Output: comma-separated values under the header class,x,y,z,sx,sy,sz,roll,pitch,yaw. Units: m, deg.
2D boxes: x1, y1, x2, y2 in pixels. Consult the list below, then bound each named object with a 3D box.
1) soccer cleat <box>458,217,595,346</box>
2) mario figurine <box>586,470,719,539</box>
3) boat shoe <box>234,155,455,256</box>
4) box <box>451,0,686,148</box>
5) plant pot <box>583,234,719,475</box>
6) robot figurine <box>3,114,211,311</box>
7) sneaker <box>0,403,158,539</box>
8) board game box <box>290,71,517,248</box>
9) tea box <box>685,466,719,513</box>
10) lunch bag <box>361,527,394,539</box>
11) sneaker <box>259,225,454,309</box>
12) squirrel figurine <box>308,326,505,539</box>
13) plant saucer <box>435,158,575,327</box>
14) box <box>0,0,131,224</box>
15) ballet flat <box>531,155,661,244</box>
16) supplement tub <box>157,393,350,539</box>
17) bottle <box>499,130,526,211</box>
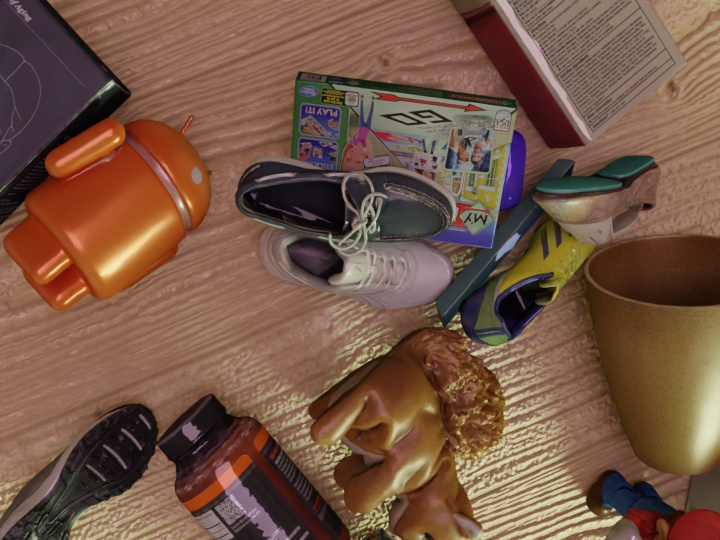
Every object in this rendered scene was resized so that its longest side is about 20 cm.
class,x,y,z,sx,sy,sz,roll,pitch,yaw
soccer cleat,0.181,0.006,0.877,0.199,0.083,0.065,-39,109,-23
mario figurine,0.288,0.272,0.879,0.121,0.200,0.109,-15,97,-6
boat shoe,-0.013,-0.057,0.792,0.195,0.062,0.076,14,118,-1
box,0.191,-0.236,0.859,0.127,0.109,0.202,-37,99,-3
plant pot,0.318,0.090,0.889,0.182,0.187,0.205,-10,110,-7
robot figurine,-0.216,-0.056,0.803,0.199,0.116,0.145,-41,108,-21
sneaker,-0.278,0.202,0.857,0.200,0.079,0.074,-46,118,-18
board game box,0.034,-0.099,0.817,0.195,0.029,0.137,7,117,2
tea box,0.463,0.232,0.935,0.192,0.134,0.205,11,95,-8
lunch bag,-0.018,0.328,0.847,0.159,0.200,0.076,-36,86,-3
sneaker,0.000,0.000,0.860,0.195,0.099,0.080,7,96,-9
squirrel figurine,0.066,0.166,0.863,0.198,0.141,0.188,-36,92,-11
plant saucer,0.142,-0.028,0.895,0.019,0.070,0.201,39,86,14
box,-0.342,-0.165,0.782,0.196,0.124,0.200,-43,99,0
ballet flat,0.235,-0.063,0.868,0.197,0.067,0.069,-18,112,-40
supplement tub,-0.106,0.217,0.863,0.106,0.107,0.201,-39,97,-2
bottle,0.060,-0.104,0.876,0.195,0.065,0.086,3,101,-8
